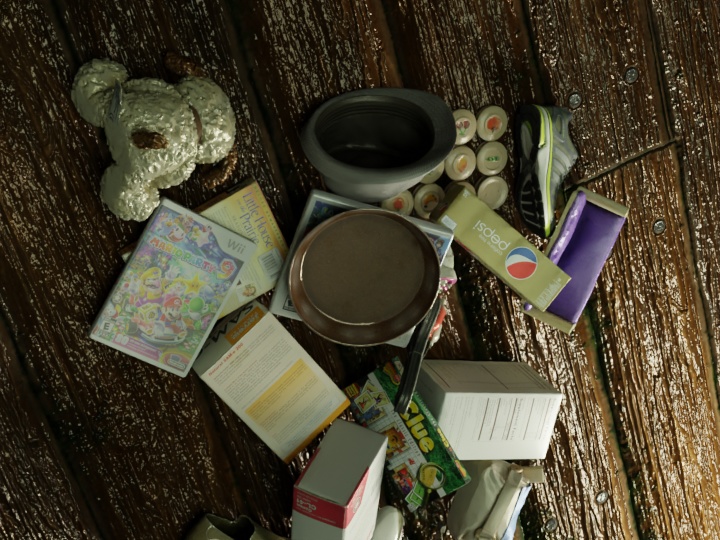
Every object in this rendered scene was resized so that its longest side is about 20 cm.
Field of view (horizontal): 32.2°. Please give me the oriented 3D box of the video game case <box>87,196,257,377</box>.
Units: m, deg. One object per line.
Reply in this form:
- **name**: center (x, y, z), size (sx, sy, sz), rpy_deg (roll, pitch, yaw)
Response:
- **video game case**: center (-0.238, 0.024, 1.593), size (0.143, 0.018, 0.201), rpy_deg (27, 96, -28)

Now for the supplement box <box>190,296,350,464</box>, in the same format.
- **supplement box**: center (-0.124, 0.148, 1.692), size (0.126, 0.073, 0.200), rpy_deg (-43, 121, -6)

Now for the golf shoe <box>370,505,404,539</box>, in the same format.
- **golf shoe**: center (-0.015, 0.424, 1.841), size (0.092, 0.073, 0.200), rpy_deg (39, 89, -29)

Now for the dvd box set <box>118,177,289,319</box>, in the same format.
- **dvd box set**: center (-0.195, -0.012, 1.628), size (0.199, 0.029, 0.147), rpy_deg (-31, 117, -11)

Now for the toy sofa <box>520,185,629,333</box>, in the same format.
- **toy sofa**: center (0.310, -0.015, 1.806), size (0.083, 0.098, 0.201), rpy_deg (26, 97, 12)

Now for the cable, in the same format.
- **cable**: center (0.088, 0.110, 1.708), size (0.050, 0.201, 0.097), rpy_deg (22, 128, -9)

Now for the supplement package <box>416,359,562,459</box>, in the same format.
- **supplement package**: center (0.174, 0.203, 1.825), size (0.199, 0.114, 0.110), rpy_deg (4, 110, -25)

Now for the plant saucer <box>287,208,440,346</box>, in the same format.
- **plant saucer**: center (0.004, 0.005, 1.623), size (0.199, 0.035, 0.201), rpy_deg (-2, 118, -4)

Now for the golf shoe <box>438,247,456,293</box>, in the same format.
- **golf shoe**: center (0.035, -0.021, 1.719), size (0.199, 0.075, 0.092), rpy_deg (6, 73, -18)

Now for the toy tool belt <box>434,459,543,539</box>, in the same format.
- **toy tool belt**: center (0.201, 0.379, 1.898), size (0.122, 0.125, 0.201), rpy_deg (13, 103, -19)

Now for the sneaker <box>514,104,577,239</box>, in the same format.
- **sneaker**: center (0.271, -0.141, 1.777), size (0.081, 0.074, 0.201), rpy_deg (-12, 115, -25)

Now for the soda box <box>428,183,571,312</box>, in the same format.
- **soda box**: center (0.192, -0.032, 1.724), size (0.200, 0.068, 0.064), rpy_deg (41, 91, -10)

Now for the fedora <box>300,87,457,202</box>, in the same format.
- **fedora**: center (0.023, -0.152, 1.620), size (0.199, 0.177, 0.091), rpy_deg (-9, 141, -9)

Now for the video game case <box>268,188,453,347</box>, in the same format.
- **video game case**: center (0.000, 0.000, 1.652), size (0.199, 0.023, 0.183), rpy_deg (16, 115, -14)

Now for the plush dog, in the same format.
- **plush dog**: center (-0.224, -0.173, 1.490), size (0.171, 0.160, 0.201), rpy_deg (-26, 106, -40)

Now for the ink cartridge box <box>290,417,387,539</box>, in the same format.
- **ink cartridge box**: center (-0.032, 0.328, 1.720), size (0.085, 0.148, 0.201), rpy_deg (19, 130, 14)

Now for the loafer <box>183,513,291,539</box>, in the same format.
- **loafer**: center (-0.152, 0.389, 1.763), size (0.199, 0.076, 0.068), rpy_deg (13, 108, -28)

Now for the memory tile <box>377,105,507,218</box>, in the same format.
- **memory tile**: center (0.117, -0.148, 1.733), size (0.199, 0.017, 0.154), rpy_deg (-9, 111, -22)

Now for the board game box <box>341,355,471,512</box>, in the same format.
- **board game box**: center (0.061, 0.231, 1.750), size (0.105, 0.023, 0.201), rpy_deg (-34, 86, 26)
